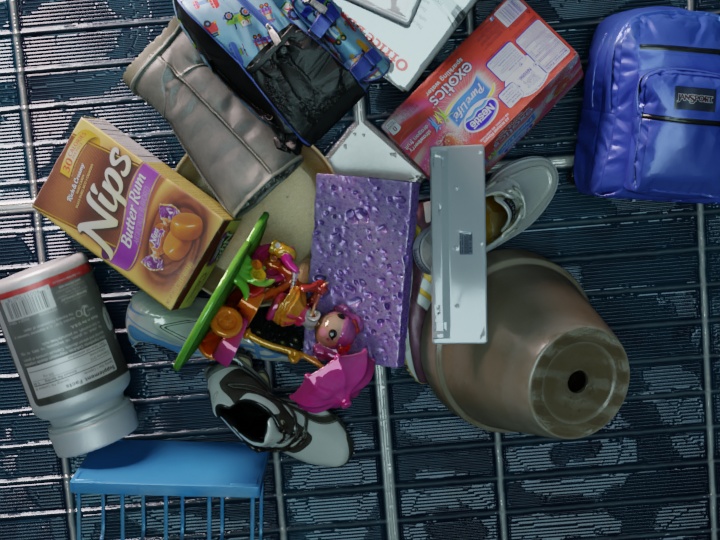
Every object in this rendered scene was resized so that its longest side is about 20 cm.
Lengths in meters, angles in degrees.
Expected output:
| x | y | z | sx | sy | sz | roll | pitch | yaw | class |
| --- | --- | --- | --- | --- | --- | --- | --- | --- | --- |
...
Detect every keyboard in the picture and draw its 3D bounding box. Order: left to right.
| x | y | z | sx | sy | sz | roll | pitch | yaw | class |
| --- | --- | --- | --- | --- | --- | --- | --- | --- | --- |
| 0.099 | -0.027 | 1.307 | 0.056 | 0.011 | 0.202 | -1 | 86 | 4 | keyboard |

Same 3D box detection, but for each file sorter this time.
| x | y | z | sx | sy | sz | roll | pitch | yaw | class |
| --- | --- | --- | --- | --- | --- | --- | --- | --- | --- |
| -0.204 | 0.266 | 1.421 | 0.198 | 0.139 | 0.124 | 1 | 102 | 0 | file sorter |

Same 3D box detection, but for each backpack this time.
| x | y | z | sx | sy | sz | roll | pitch | yaw | class |
| --- | --- | --- | --- | --- | --- | --- | --- | --- | --- |
| -0.082 | -0.225 | 1.256 | 0.134 | 0.183 | 0.200 | -43 | 94 | 7 | backpack |
| 0.322 | -0.173 | 1.344 | 0.161 | 0.168 | 0.202 | 3 | 96 | -12 | backpack |

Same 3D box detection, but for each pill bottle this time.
| x | y | z | sx | sy | sz | roll | pitch | yaw | class |
| --- | --- | --- | --- | --- | --- | --- | --- | --- | --- |
| -0.318 | 0.092 | 1.407 | 0.113 | 0.114 | 0.201 | -18 | 98 | 3 | pill bottle |

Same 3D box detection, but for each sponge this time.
| x | y | z | sx | sy | sz | roll | pitch | yaw | class |
| --- | --- | --- | --- | --- | --- | --- | --- | --- | --- |
| 0.000 | 0.000 | 1.383 | 0.111 | 0.030 | 0.202 | 7 | 98 | 20 | sponge |

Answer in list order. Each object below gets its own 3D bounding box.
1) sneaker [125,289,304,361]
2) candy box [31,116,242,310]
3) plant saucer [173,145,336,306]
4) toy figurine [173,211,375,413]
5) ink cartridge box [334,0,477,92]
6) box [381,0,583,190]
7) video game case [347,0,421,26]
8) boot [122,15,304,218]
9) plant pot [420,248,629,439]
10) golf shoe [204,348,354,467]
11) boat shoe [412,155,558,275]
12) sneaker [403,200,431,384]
| x | y | z | sx | sy | sz | roll | pitch | yaw | class |
| --- | --- | --- | --- | --- | --- | --- | --- | --- | --- |
| -0.161 | 0.069 | 1.434 | 0.199 | 0.072 | 0.073 | 13 | 130 | -7 | sneaker |
| -0.241 | -0.062 | 1.386 | 0.199 | 0.056 | 0.117 | 35 | 102 | 13 | candy box |
| -0.115 | -0.062 | 1.425 | 0.199 | 0.035 | 0.202 | 0 | 98 | 0 | plant saucer |
| -0.067 | 0.062 | 1.341 | 0.183 | 0.150 | 0.201 | 30 | 55 | -4 | toy figurine |
| 0.052 | -0.310 | 1.365 | 0.146 | 0.086 | 0.200 | 37 | 98 | -3 | ink cartridge box |
| 0.130 | -0.179 | 1.366 | 0.200 | 0.095 | 0.100 | -45 | 75 | 5 | box |
| -0.004 | -0.370 | 1.309 | 0.199 | 0.024 | 0.183 | 24 | 96 | 5 | video game case |
| -0.133 | -0.184 | 1.363 | 0.182 | 0.073 | 0.200 | -47 | 74 | 10 | boot |
| 0.185 | 0.091 | 1.346 | 0.199 | 0.173 | 0.202 | -4 | 103 | -20 | plant pot |
| -0.091 | 0.174 | 1.409 | 0.200 | 0.095 | 0.078 | 35 | 117 | -21 | golf shoe |
| 0.146 | -0.061 | 1.371 | 0.199 | 0.070 | 0.071 | -32 | 100 | -24 | boat shoe |
| 0.086 | 0.025 | 1.417 | 0.089 | 0.075 | 0.202 | -4 | 99 | 4 | sneaker |
